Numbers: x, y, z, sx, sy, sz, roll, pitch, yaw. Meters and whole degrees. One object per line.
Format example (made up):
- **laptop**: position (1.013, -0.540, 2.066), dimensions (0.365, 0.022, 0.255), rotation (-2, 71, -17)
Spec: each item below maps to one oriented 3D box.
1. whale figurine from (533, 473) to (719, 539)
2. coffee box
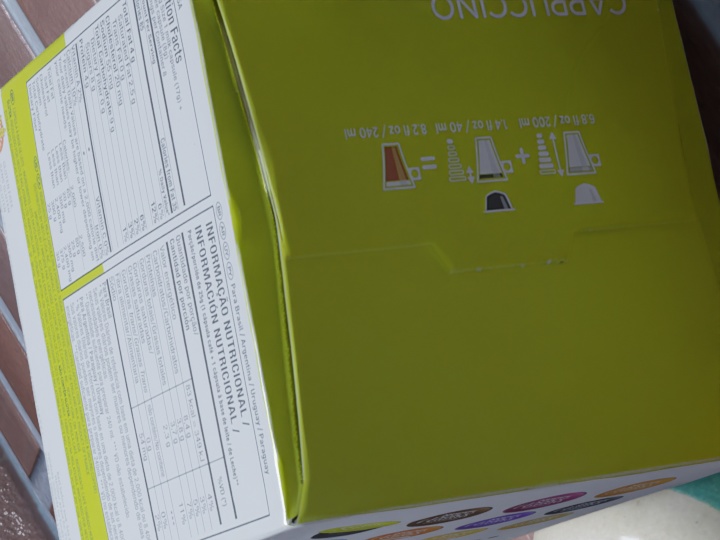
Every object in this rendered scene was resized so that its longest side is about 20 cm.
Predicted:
- **whale figurine**: position (0.165, 0.132, 1.023), dimensions (0.200, 0.104, 0.159), rotation (43, 153, -28)
- **coffee box**: position (0.000, 0.000, 0.890), dimensions (0.198, 0.199, 0.201), rotation (-28, 70, 58)
